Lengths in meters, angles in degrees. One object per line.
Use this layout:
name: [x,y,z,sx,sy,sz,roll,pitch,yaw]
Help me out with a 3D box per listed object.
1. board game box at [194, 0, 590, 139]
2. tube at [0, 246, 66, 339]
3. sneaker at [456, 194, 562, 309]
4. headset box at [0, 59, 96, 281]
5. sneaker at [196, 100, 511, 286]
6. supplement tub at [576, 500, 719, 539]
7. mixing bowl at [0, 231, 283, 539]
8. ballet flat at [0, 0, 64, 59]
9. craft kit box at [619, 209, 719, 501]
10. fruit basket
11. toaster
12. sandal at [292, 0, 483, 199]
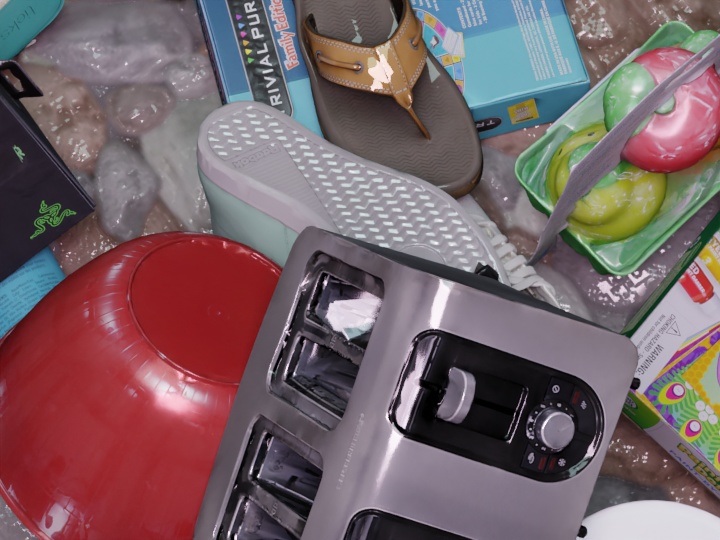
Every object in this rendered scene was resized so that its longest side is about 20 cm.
board game box: [0.013,-0.140,1.506,0.199,0.047,0.152,-14,69,-5]
tube: [-0.191,0.010,1.452,0.077,0.050,0.200,-29,66,-13]
sneaker: [0.069,0.016,1.414,0.076,0.081,0.201,-13,63,-28]
headset box: [-0.255,-0.046,1.378,0.200,0.174,0.093,-37,59,-2]
sneaker: [0.000,0.000,1.412,0.200,0.118,0.074,36,64,22]
supplement tub: [0.134,0.198,1.293,0.144,0.200,0.146,0,68,0]
mixing bowl: [-0.086,0.055,1.349,0.199,0.109,0.201,13,46,-14]
ballet flat: [-0.251,-0.114,1.493,0.200,0.076,0.064,-41,53,-21]
craft kit box: [0.253,0.048,1.409,0.197,0.049,0.200,42,74,-5]
fruit basket: [0.154,-0.083,1.402,0.185,0.200,0.094,-42,75,-14]
toaster: [0.020,0.082,1.227,0.118,0.200,0.182,19,93,-23]
sandal: [0.008,-0.126,1.445,0.081,0.055,0.201,-14,69,-6]
